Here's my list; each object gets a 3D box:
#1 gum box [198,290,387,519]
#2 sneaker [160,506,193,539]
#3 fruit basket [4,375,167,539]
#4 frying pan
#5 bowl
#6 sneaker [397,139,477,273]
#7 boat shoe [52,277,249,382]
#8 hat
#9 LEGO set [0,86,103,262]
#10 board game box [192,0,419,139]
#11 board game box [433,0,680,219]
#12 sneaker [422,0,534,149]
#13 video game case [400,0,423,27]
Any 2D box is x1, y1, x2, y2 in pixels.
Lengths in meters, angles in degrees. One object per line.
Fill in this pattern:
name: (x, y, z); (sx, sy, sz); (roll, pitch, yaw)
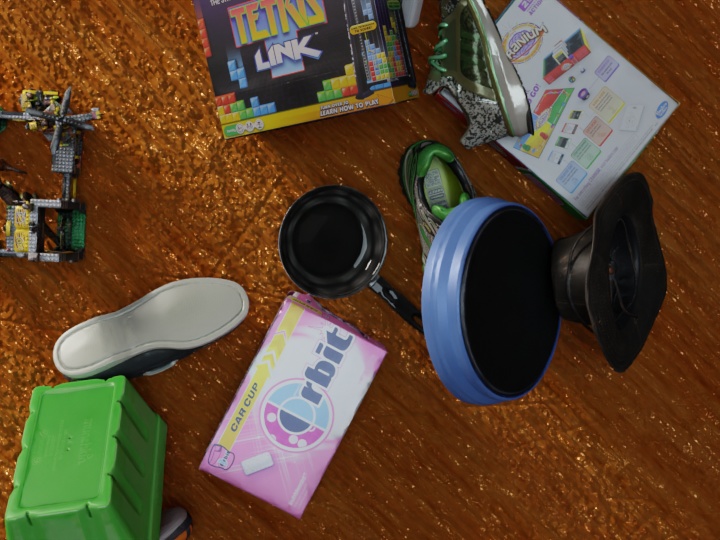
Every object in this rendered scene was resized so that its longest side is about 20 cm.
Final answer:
gum box: (-0.065, 0.130, 0.988); (0.113, 0.066, 0.201); (28, 91, -5)
sneaker: (-0.221, 0.337, 0.996); (0.200, 0.078, 0.112); (-43, 101, 6)
fruit basket: (-0.264, 0.232, 0.944); (0.155, 0.216, 0.217); (-7, 93, -1)
frying pan: (0.005, -0.017, 1.003); (0.189, 0.031, 0.115); (20, 89, -19)
bowl: (0.133, 0.029, 0.940); (0.039, 0.200, 0.202); (0, 93, 41)
sneaker: (0.091, -0.034, 0.979); (0.078, 0.085, 0.201); (-24, 95, -1)
boat shoe: (-0.205, 0.063, 0.986); (0.199, 0.060, 0.076); (-14, 65, 0)
hat: (0.234, 0.002, 0.971); (0.081, 0.200, 0.202); (-1, 93, 36)
LEGO set: (-0.336, -0.084, 0.943); (0.153, 0.116, 0.201); (11, 92, -3)
board game box: (-0.056, -0.222, 0.922); (0.199, 0.057, 0.166); (-7, 102, 32)
board game box: (0.198, -0.173, 0.999); (0.200, 0.040, 0.153); (40, 90, -3)
sneaker: (0.093, -0.205, 0.941); (0.088, 0.077, 0.201); (-26, 91, 7)
video game case: (-0.010, -0.346, 0.897); (0.181, 0.023, 0.201); (23, 123, 18)
